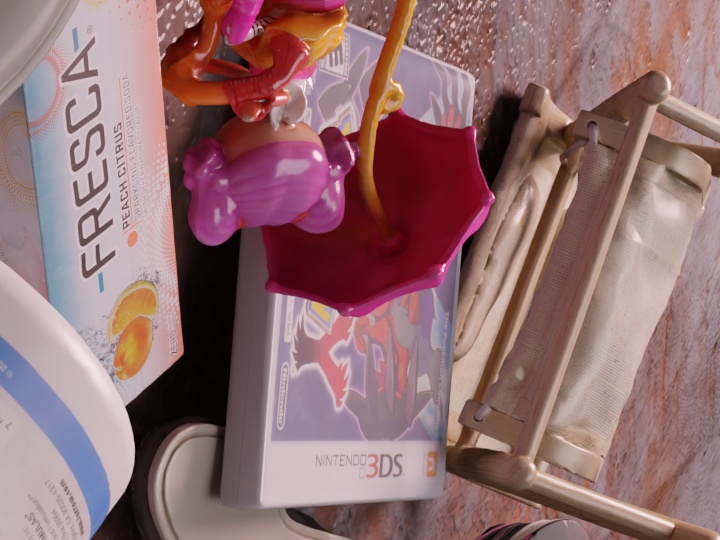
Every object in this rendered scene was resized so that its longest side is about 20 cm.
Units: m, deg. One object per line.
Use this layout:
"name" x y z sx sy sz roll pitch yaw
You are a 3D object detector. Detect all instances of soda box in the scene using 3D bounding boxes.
"soda box" -0.106 -0.044 0.655 0.068 0.063 0.201 -42 141 -44

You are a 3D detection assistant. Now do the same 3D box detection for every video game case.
"video game case" 0.000 0.000 0.883 0.182 0.023 0.202 9 84 -64

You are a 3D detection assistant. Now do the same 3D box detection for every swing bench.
"swing bench" 0.113 0.019 1.017 0.129 0.200 0.201 23 84 -22

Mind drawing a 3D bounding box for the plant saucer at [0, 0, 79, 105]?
"plant saucer" -0.133 -0.109 0.498 0.199 0.050 0.202 -15 115 -35

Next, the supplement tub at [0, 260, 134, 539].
"supplement tub" -0.164 0.089 0.553 0.200 0.131 0.132 -54 149 -29

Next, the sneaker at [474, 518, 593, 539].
"sneaker" 0.042 0.211 1.099 0.199 0.086 0.081 -37 105 -19

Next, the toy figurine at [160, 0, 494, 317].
"toy figurine" -0.012 -0.072 0.730 0.199 0.150 0.186 -8 115 -35

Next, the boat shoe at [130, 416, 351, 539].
"boat shoe" -0.058 0.113 0.876 0.200 0.057 0.067 47 62 -55
